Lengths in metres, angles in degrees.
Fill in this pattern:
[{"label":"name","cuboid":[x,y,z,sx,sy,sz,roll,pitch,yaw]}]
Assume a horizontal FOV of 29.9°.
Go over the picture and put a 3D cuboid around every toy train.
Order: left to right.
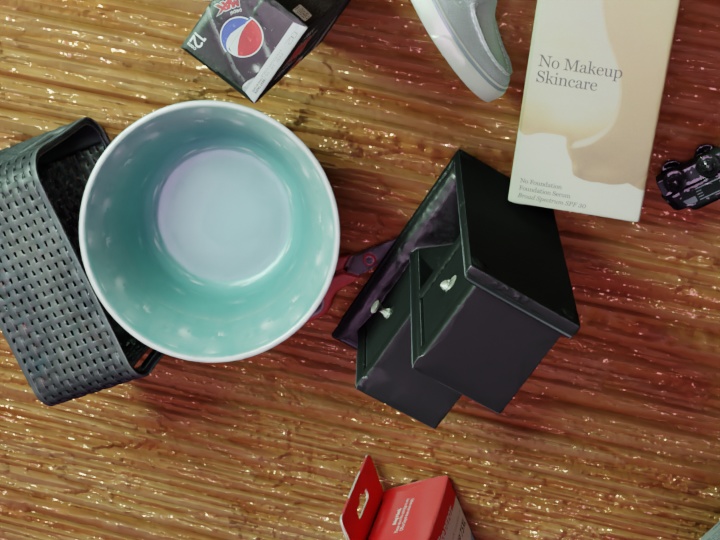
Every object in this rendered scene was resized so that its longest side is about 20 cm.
[{"label":"toy train","cuboid":[0.318,-0.095,1.005,0.200,0.034,0.046,-26,107,21]}]

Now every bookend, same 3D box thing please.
[{"label":"bookend","cuboid":[0.063,0.044,1.020,0.092,0.199,0.200,28,116,-13]}]

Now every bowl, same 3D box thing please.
[{"label":"bowl","cuboid":[-0.113,-0.038,1.071,0.200,0.105,0.201,0,101,2]}]

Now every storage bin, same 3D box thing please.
[{"label":"storage bin","cuboid":[-0.238,-0.008,1.105,0.094,0.135,0.200,-19,106,18]}]

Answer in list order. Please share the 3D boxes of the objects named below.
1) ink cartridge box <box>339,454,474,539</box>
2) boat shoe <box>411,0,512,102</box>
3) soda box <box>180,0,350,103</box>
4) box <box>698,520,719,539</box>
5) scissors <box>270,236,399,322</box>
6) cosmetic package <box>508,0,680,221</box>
[{"label":"ink cartridge box","cuboid":[0.058,0.261,1.158,0.067,0.116,0.200,-17,107,19]},{"label":"boat shoe","cuboid":[0.072,-0.223,0.989,0.071,0.070,0.201,-23,102,23]},{"label":"soda box","cuboid":[-0.057,-0.185,0.960,0.063,0.200,0.071,37,114,-3]},{"label":"box","cuboid":[0.378,0.258,1.050,0.184,0.105,0.200,-43,91,1]},{"label":"scissors","cuboid":[0.000,0.000,1.126,0.199,0.014,0.073,-11,106,15]},{"label":"cosmetic package","cuboid":[0.174,-0.146,0.996,0.105,0.071,0.201,8,113,9]}]
